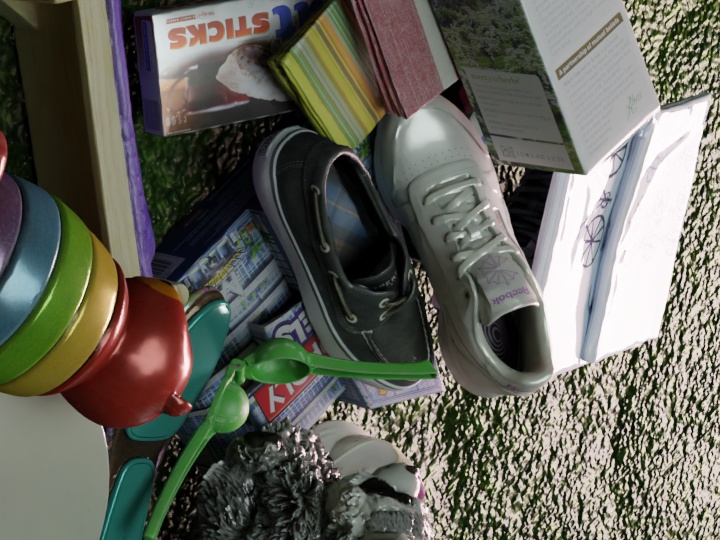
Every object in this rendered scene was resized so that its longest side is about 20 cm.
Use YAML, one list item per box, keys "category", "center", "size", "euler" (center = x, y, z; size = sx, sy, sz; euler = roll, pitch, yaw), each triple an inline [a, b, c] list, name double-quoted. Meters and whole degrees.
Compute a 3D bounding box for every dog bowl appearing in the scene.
- category: "dog bowl"
  center: [-0.236, 0.120, 1.390]
  size: [0.200, 0.079, 0.200]
  euler: [-12, 108, -42]

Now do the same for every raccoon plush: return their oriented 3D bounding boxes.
- category: "raccoon plush"
  center: [-0.038, 0.187, 1.524]
  size: [0.097, 0.134, 0.200]
  euler: [11, 116, -54]

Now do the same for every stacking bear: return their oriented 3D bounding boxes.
- category: "stacking bear"
  center: [-0.167, 0.014, 1.316]
  size: [0.200, 0.121, 0.114]
  euler: [36, 80, -36]

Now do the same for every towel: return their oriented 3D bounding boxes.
- category: "towel"
  center: [0.062, -0.200, 1.524]
  size: [0.200, 0.023, 0.144]
  euler: [-39, 123, -32]
- category: "towel"
  center: [0.026, -0.163, 1.525]
  size: [0.200, 0.018, 0.086]
  euler: [-51, 131, -22]

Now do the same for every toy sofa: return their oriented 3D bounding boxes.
- category: "toy sofa"
  center: [-0.144, -0.077, 1.430]
  size: [0.098, 0.083, 0.200]
  euler: [-20, 111, -39]

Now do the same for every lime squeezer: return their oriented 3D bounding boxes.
- category: "lime squeezer"
  center: [-0.058, 0.083, 1.495]
  size: [0.200, 0.038, 0.071]
  euler: [-29, 84, -19]

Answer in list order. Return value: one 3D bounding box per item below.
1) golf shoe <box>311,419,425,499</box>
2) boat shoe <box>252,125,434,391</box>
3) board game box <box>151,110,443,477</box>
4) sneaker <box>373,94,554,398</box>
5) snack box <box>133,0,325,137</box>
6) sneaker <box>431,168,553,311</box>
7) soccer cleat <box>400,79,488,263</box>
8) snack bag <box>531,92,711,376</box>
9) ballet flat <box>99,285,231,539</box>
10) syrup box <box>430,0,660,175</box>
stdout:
- category: "golf shoe"
  center: [-0.030, 0.190, 1.600]
  size: [0.075, 0.092, 0.200]
  euler: [36, 76, -44]
- category: "boat shoe"
  center: [0.000, 0.000, 1.522]
  size: [0.069, 0.057, 0.200]
  euler: [-49, 129, -25]
- category: "board game box"
  center: [-0.036, 0.033, 1.579]
  size: [0.200, 0.062, 0.200]
  euler: [-47, 127, -26]
- category: "sneaker"
  center: [0.072, -0.017, 1.544]
  size: [0.075, 0.100, 0.200]
  euler: [-24, 100, -16]
- category: "snack box"
  center: [-0.040, -0.132, 1.510]
  size: [0.200, 0.024, 0.072]
  euler: [-14, 107, -33]
- category: "sneaker"
  center: [0.115, -0.057, 1.684]
  size: [0.202, 0.077, 0.146]
  euler: [-32, 132, -46]
- category: "soccer cleat"
  center: [0.053, -0.104, 1.627]
  size: [0.070, 0.086, 0.200]
  euler: [11, 100, -1]
- category: "snack bag"
  center: [0.166, -0.021, 1.692]
  size: [0.200, 0.021, 0.189]
  euler: [-15, 121, -56]
- category: "ballet flat"
  center: [-0.141, 0.094, 1.480]
  size: [0.069, 0.071, 0.200]
  euler: [9, 103, -59]
- category: "syrup box"
  center: [0.096, -0.160, 1.493]
  size: [0.081, 0.079, 0.200]
  euler: [-41, 123, -31]
